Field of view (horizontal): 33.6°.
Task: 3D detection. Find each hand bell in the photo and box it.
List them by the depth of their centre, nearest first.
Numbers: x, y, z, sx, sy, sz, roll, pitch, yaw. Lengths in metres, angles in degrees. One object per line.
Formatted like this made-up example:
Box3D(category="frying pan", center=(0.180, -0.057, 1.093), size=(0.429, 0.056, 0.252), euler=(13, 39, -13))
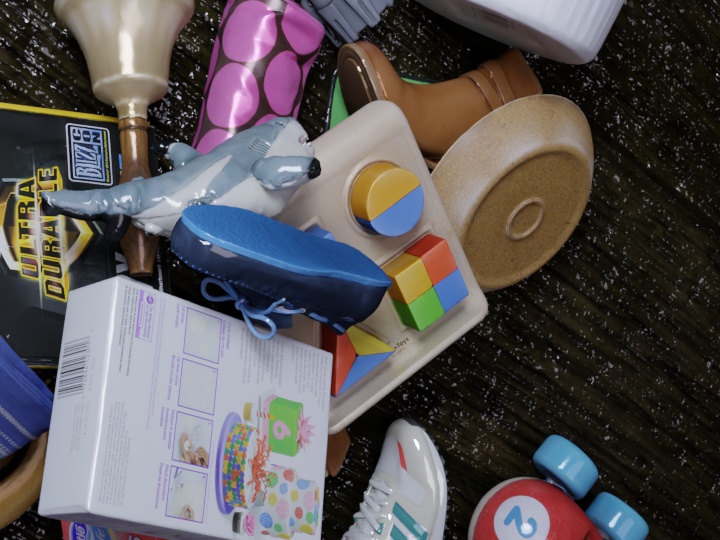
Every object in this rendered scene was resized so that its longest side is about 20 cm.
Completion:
Box3D(category="hand bell", center=(-0.163, -0.096, 0.853), size=(0.103, 0.104, 0.203), euler=(0, 75, -25))

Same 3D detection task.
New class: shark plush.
Box3D(category="shark plush", center=(-0.119, -0.055, 0.823), size=(0.197, 0.091, 0.084), euler=(-19, 64, -17))

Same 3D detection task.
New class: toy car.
Box3D(category="toy car", center=(0.202, 0.280, 1.062), size=(0.185, 0.199, 0.177), euler=(-48, 113, -12))

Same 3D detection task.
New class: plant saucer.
Box3D(category="plant saucer", center=(0.131, -0.053, 1.020), size=(0.198, 0.035, 0.202), euler=(-23, 137, -23))

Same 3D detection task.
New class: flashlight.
Box3D(category="flashlight", center=(-0.051, -0.275, 0.940), size=(0.200, 0.067, 0.068), euler=(47, 75, -22))

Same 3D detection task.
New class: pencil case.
Box3D(category="pencil case", center=(-0.082, -0.116, 0.936), size=(0.092, 0.091, 0.203), euler=(14, 89, -24))

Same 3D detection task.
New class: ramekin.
Box3D(category="ramekin", center=(0.123, -0.243, 0.959), size=(0.198, 0.200, 0.099), euler=(21, 96, -26))

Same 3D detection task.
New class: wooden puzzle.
Box3D(category="wooden puzzle", center=(0.000, 0.000, 0.916), size=(0.184, 0.046, 0.202), euler=(-35, 112, -18))

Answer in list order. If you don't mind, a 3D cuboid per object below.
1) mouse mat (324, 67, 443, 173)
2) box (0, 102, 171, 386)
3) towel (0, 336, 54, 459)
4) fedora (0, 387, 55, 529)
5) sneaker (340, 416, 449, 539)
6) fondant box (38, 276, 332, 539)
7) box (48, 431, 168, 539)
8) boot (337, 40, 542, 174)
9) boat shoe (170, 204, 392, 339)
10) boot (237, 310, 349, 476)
Box3D(category="mouse mat", center=(0.034, -0.069, 1.042), size=(0.159, 0.008, 0.204), euler=(7, 93, -26))
Box3D(category="box", center=(-0.219, -0.018, 0.849), size=(0.158, 0.049, 0.203), euler=(6, 63, -31))
Box3D(category="towel", center=(-0.302, 0.106, 0.759), size=(0.198, 0.024, 0.145), euler=(-28, 145, -3))
Box3D(category="fedora", center=(-0.310, 0.100, 0.861), size=(0.197, 0.082, 0.204), euler=(-3, 98, -20))
Box3D(category="sneaker", center=(0.019, 0.231, 1.040), size=(0.092, 0.070, 0.203), euler=(-2, 101, -31))
Box3D(category="fondant box", center=(-0.108, 0.104, 0.792), size=(0.199, 0.058, 0.147), euler=(23, 62, -42))
Box3D(category="box", center=(-0.157, 0.188, 0.891), size=(0.094, 0.101, 0.203), euler=(-35, 133, -50))
Box3D(category="boot", center=(0.079, -0.141, 1.001), size=(0.155, 0.077, 0.201), euler=(-38, 117, -10))
Box3D(category="boat shoe", center=(-0.051, 0.013, 0.801), size=(0.199, 0.084, 0.069), euler=(20, 110, -46))
Box3D(category="boot", center=(-0.044, 0.093, 0.985), size=(0.201, 0.076, 0.156), euler=(-52, 123, -23))
